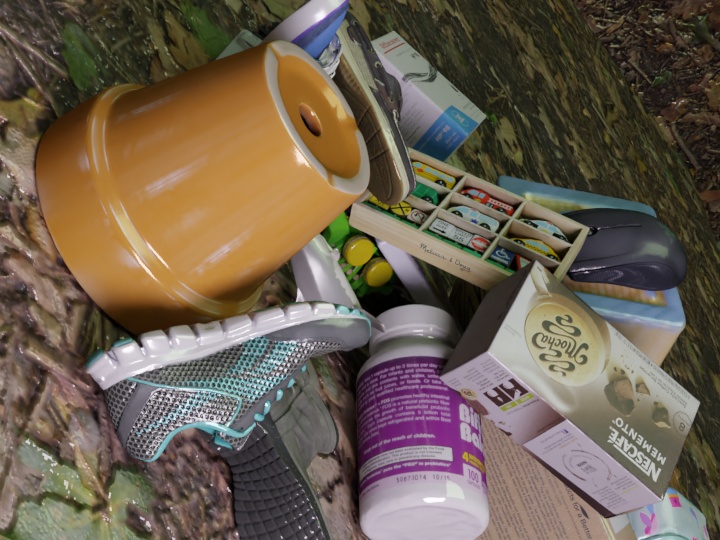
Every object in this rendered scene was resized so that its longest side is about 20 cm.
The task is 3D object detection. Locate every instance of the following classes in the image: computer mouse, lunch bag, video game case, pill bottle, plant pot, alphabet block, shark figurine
[{"bbox_3d":[0.247,-0.024,1.149,0.199,0.053,0.139,1,44,-18],"label":"computer mouse"},{"bbox_3d":[0.261,0.295,1.169,0.160,0.200,0.077,41,33,-43],"label":"lunch bag"},{"bbox_3d":[0.048,-0.023,1.204,0.200,0.023,0.182,54,11,-40],"label":"video game case"},{"bbox_3d":[0.052,0.135,1.006,0.112,0.112,0.201,38,39,-43],"label":"pill bottle"},{"bbox_3d":[-0.101,-0.071,0.843,0.200,0.183,0.201,45,29,-34],"label":"plant pot"},{"bbox_3d":[0.215,0.045,1.253,0.195,0.200,0.197,12,43,-8],"label":"alphabet block"},{"bbox_3d":[-0.057,0.007,0.993,0.215,0.089,0.128,61,-11,-23],"label":"shark figurine"}]

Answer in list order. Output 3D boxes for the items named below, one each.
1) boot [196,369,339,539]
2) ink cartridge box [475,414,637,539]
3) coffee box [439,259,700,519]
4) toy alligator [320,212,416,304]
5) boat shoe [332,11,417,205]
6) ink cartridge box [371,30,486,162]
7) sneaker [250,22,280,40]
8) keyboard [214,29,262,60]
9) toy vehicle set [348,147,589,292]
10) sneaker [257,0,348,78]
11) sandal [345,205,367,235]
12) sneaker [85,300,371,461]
[{"bbox_3d":[-0.047,0.143,0.868,0.131,0.068,0.201,-8,70,-63],"label":"boot"},{"bbox_3d":[0.145,0.203,1.076,0.075,0.164,0.201,1,65,-63],"label":"ink cartridge box"},{"bbox_3d":[0.182,0.104,0.983,0.200,0.080,0.113,41,54,-8],"label":"coffee box"},{"bbox_3d":[0.000,0.000,1.141,0.059,0.054,0.200,49,1,42],"label":"toy alligator"},{"bbox_3d":[0.009,-0.158,1.058,0.066,0.072,0.201,-21,79,-32],"label":"boat shoe"},{"bbox_3d":[0.048,-0.219,1.373,0.200,0.067,0.116,42,26,0],"label":"ink cartridge box"},{"bbox_3d":[-0.040,-0.161,1.147,0.200,0.080,0.075,55,-9,18],"label":"sneaker"},{"bbox_3d":[-0.052,-0.159,1.100,0.200,0.056,0.011,36,-11,9],"label":"keyboard"},{"bbox_3d":[0.104,-0.042,1.083,0.200,0.027,0.124,25,40,13],"label":"toy vehicle set"},{"bbox_3d":[-0.039,-0.147,1.021,0.146,0.200,0.081,45,39,-9],"label":"sneaker"},{"bbox_3d":[-0.025,-0.080,1.172,0.200,0.048,0.076,2,63,-64],"label":"sandal"},{"bbox_3d":[-0.083,0.076,0.786,0.078,0.199,0.092,157,-80,-71],"label":"sneaker"}]
